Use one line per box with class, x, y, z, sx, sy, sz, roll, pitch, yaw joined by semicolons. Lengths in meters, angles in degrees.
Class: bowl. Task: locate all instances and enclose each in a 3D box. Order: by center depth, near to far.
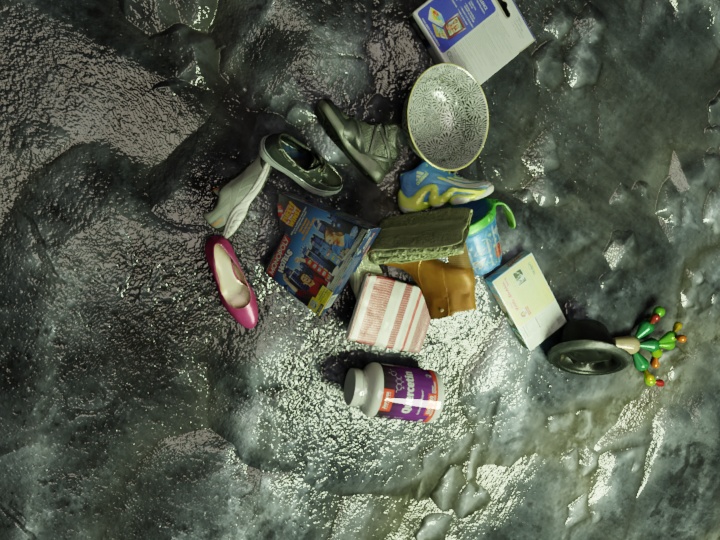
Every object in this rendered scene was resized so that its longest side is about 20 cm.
bowl;0.150;-0.300;1.128;0.199;0.094;0.203;-4;99;-30

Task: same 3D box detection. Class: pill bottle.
pill bottle;0.070;0.257;1.197;0.198;0.112;0.114;10;96;-18

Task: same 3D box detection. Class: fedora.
fedora;0.528;0.172;1.312;0.199;0.201;0.092;17;61;-18

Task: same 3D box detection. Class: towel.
towel;0.116;-0.071;1.104;0.198;0.149;0.037;-6;124;22
towel;0.069;0.093;1.191;0.199;0.023;0.145;15;94;-34

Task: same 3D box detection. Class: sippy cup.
sippy cup;0.234;-0.064;1.189;0.176;0.140;0.131;-12;119;27

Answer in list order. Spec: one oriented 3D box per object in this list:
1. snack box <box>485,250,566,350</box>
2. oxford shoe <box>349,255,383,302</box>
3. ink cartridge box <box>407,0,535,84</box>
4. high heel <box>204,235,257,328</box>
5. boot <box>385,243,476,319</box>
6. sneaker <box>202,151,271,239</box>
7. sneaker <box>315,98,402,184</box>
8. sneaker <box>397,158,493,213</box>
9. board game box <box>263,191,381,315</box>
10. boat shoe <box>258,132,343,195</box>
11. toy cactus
snack box;0.381;0.070;1.295;0.116;0.037;0.201;-34;107;-9
oxford shoe;0.000;0.000;1.167;0.075;0.058;0.201;-34;122;-25
ink cartridge box;0.228;-0.493;1.155;0.200;0.047;0.198;-40;106;-8
high heel;-0.241;0.027;1.077;0.067;0.096;0.202;-18;103;-13
boot;0.130;0.026;1.130;0.199;0.071;0.146;-6;87;28
sneaker;-0.225;-0.161;1.065;0.079;0.074;0.201;31;90;-13
sneaker;0.004;-0.277;1.111;0.199;0.076;0.114;44;84;-21
sneaker;0.170;-0.184;1.158;0.198;0.076;0.106;-11;96;1
board game box;-0.095;-0.054;1.094;0.199;0.062;0.201;38;110;16
boat shoe;-0.099;-0.198;1.065;0.199;0.056;0.069;22;67;-42
toy cactus;0.700;0.190;1.388;0.163;0.102;0.202;3;107;-7
